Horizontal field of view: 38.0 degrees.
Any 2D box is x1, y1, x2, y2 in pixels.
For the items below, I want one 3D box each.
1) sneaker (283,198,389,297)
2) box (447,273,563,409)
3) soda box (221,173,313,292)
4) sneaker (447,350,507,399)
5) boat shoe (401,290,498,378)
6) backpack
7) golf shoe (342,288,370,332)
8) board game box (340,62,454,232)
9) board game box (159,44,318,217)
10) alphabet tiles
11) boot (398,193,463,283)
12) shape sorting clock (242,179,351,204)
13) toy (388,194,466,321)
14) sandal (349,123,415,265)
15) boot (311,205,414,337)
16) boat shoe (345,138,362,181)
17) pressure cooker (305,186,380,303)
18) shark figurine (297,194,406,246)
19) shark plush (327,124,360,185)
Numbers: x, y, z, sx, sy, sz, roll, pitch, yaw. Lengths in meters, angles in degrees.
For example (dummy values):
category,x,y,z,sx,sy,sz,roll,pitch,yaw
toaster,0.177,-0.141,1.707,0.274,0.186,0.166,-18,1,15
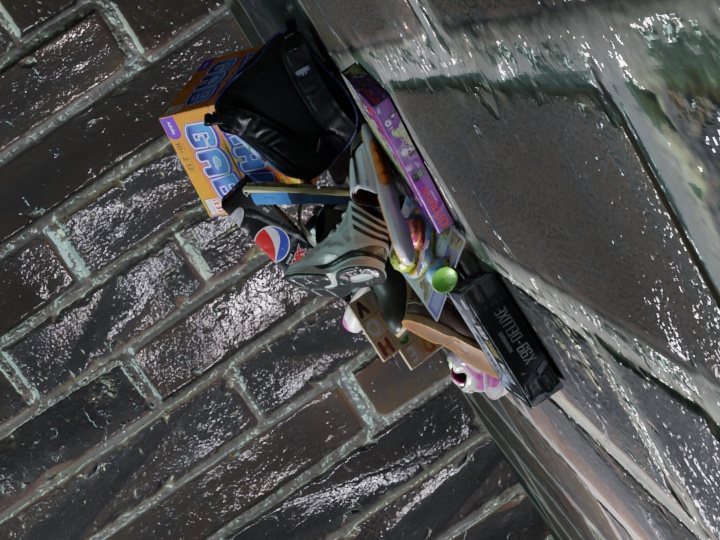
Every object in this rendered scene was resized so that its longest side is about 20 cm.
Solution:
category,x,y,z,sx,sy,sz,roll,pitch,yaw
sneaker,-0.026,-0.032,1.462,0.075,0.117,0.199,28,155,-35
box,0.176,0.082,1.308,0.159,0.049,0.200,58,179,-1
soda box,-0.138,-0.060,1.707,0.200,0.063,0.071,46,-176,-15
sneaker,0.197,0.171,1.809,0.082,0.088,0.201,56,178,40
boat shoe,0.152,0.085,1.443,0.198,0.071,0.070,32,156,-19
backpack,-0.100,-0.233,1.551,0.191,0.200,0.154,46,-171,-3
golf shoe,0.056,0.036,1.676,0.092,0.200,0.075,48,-170,26
board game box,0.046,-0.150,1.284,0.201,0.032,0.120,59,174,-35
board game box,-0.182,-0.244,1.777,0.202,0.197,0.201,65,-150,-31
alphabet tiles,0.077,0.048,1.592,0.168,0.199,0.008,57,146,2
boot,0.111,0.002,1.502,0.201,0.069,0.175,59,-179,40
shape sorting clock,-0.080,-0.120,1.585,0.200,0.196,0.040,-134,44,-84
toy,0.070,-0.032,1.381,0.047,0.117,0.200,7,-157,-25
sandal,0.016,-0.096,1.345,0.079,0.058,0.209,45,-152,-61
boot,0.000,0.000,1.524,0.078,0.136,0.203,-51,42,46
boat shoe,0.005,-0.164,1.625,0.072,0.064,0.200,57,179,-5
pressure cooker,0.015,-0.031,1.818,0.201,0.175,0.179,54,147,13
shark figurine,-0.019,-0.045,1.678,0.089,0.211,0.130,43,-129,-50
shark plush,-0.050,-0.219,1.751,0.201,0.090,0.084,-116,8,-60
